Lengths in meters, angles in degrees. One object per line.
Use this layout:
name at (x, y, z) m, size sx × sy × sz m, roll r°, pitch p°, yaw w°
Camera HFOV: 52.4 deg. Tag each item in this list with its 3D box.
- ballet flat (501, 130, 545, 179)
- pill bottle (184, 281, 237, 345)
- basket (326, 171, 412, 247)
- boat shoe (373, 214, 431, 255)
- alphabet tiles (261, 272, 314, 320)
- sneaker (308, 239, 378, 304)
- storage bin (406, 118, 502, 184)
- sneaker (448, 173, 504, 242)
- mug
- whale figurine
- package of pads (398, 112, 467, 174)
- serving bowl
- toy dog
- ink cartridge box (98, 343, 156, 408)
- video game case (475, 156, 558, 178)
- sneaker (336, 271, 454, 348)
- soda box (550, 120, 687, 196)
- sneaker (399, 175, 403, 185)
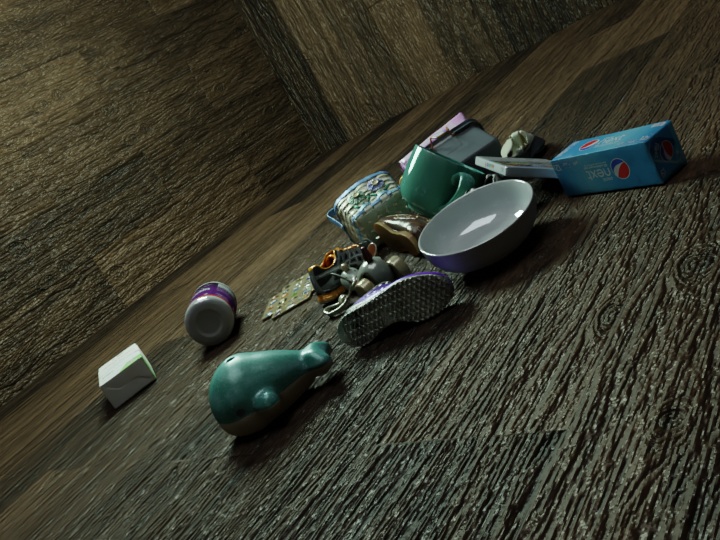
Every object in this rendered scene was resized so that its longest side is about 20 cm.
ballet flat at (0.325, -0.245, 1.493) m, size 0.072 × 0.074 × 0.200 m, roll -19°, pitch 20°, yaw 41°
pill bottle at (-0.346, 0.094, 1.711) m, size 0.111 × 0.114 × 0.200 m, roll -32°, pitch 14°, yaw 0°
basket at (0.026, -0.142, 1.643) m, size 0.175 × 0.140 × 0.200 m, roll -34°, pitch 23°, yaw -8°
boat shoe at (0.092, -0.077, 1.437) m, size 0.070 × 0.071 × 0.199 m, roll -42°, pitch 24°, yaw -11°
alphabet tiles at (-0.144, 0.049, 1.647) m, size 0.165 × 0.006 × 0.200 m, roll -30°, pitch 15°, yaw 11°
sneaker at (-0.032, -0.016, 1.482) m, size 0.078 × 0.078 × 0.200 m, roll -21°, pitch 17°, yaw 43°
storage bin at (0.214, -0.227, 1.559) m, size 0.198 × 0.147 × 0.134 m, roll -33°, pitch 25°, yaw -6°
sneaker at (0.186, -0.094, 1.274) m, size 0.199 × 0.081 × 0.073 m, roll -39°, pitch 18°, yaw -18°
mug at (0.147, -0.158, 1.394) m, size 0.116 × 0.150 × 0.185 m, roll -67°, pitch -13°, yaw 13°
whale figurine at (-0.137, 0.155, 1.086) m, size 0.198 × 0.105 × 0.159 m, roll -31°, pitch 14°, yaw 5°
package of pads at (0.195, -0.261, 1.692) m, size 0.199 × 0.076 × 0.121 m, roll -37°, pitch 48°, yaw 3°
serving bowl at (0.191, -0.059, 1.151) m, size 0.197 × 0.066 × 0.201 m, roll -27°, pitch 24°, yaw 13°
toy dog at (0.000, 0.000, 1.320) m, size 0.198 × 0.097 × 0.132 m, roll -16°, pitch 21°, yaw 48°
ink cartridge box at (-0.562, 0.247, 1.754) m, size 0.116 × 0.068 × 0.199 m, roll -37°, pitch 16°, yaw -14°
video game case at (0.298, -0.185, 1.308) m, size 0.140 × 0.018 × 0.200 m, roll 2°, pitch 13°, yaw -6°
sneaker at (0.056, 0.041, 1.122) m, size 0.198 × 0.070 × 0.100 m, roll -25°, pitch 14°, yaw 26°
soda box at (0.384, -0.165, 1.106) m, size 0.064 × 0.069 × 0.199 m, roll -36°, pitch 15°, yaw -20°
sneaker at (0.185, -0.261, 1.826) m, size 0.198 × 0.076 × 0.088 m, roll -20°, pitch 18°, yaw 38°
